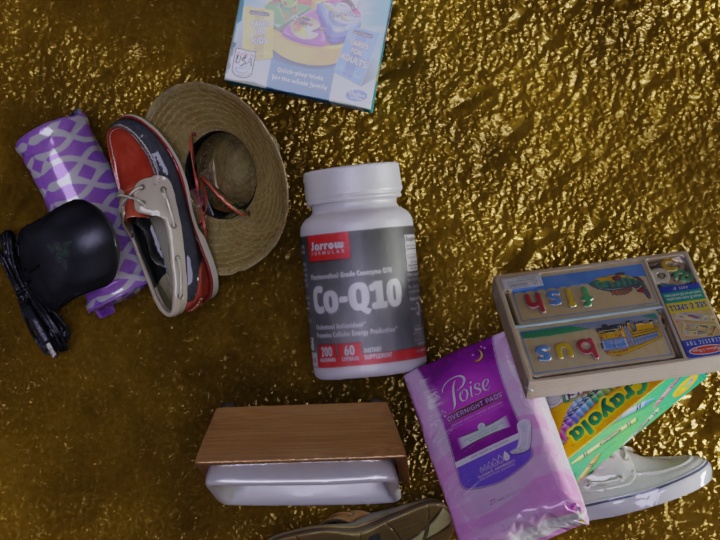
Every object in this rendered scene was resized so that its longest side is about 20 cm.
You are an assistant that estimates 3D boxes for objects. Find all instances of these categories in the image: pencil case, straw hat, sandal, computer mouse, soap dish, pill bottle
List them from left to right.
[{"bbox_3d":[-0.298,0.000,1.607,0.052,0.200,0.139,-24,85,-39],"label":"computer mouse"},{"bbox_3d":[-0.275,-0.058,1.656,0.085,0.084,0.202,-26,87,40],"label":"pencil case"},{"bbox_3d":[-0.126,-0.099,1.640,0.200,0.085,0.203,14,116,32],"label":"straw hat"},{"bbox_3d":[-0.052,0.178,1.615,0.198,0.157,0.082,-2,74,2],"label":"soap dish"},{"bbox_3d":[-0.005,0.267,1.658,0.198,0.054,0.081,-15,118,-13],"label":"sandal"},{"bbox_3d":[0.000,0.000,1.625,0.113,0.114,0.202,-6,91,3],"label":"pill bottle"}]

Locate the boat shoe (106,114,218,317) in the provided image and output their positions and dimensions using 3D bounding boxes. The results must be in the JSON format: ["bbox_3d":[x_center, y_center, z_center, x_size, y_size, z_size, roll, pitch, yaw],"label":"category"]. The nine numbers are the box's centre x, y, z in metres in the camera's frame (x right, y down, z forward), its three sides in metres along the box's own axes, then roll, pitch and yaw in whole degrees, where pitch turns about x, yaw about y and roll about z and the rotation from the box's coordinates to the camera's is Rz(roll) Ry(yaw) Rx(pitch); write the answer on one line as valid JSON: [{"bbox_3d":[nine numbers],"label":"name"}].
[{"bbox_3d":[-0.202,-0.053,1.619,0.071,0.062,0.202,-18,96,41],"label":"boat shoe"}]

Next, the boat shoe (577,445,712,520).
[{"bbox_3d":[0.244,0.201,1.641,0.198,0.071,0.071,-14,93,9],"label":"boat shoe"}]

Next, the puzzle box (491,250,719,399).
[{"bbox_3d":[0.233,0.049,1.563,0.198,0.026,0.134,-8,50,-9],"label":"puzzle box"}]

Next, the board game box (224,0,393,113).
[{"bbox_3d":[-0.042,-0.271,1.657,0.149,0.047,0.202,11,91,2],"label":"board game box"}]

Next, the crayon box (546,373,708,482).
[{"bbox_3d":[0.221,0.114,1.618,0.200,0.058,0.119,-39,55,2],"label":"crayon box"}]

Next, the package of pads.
[{"bbox_3d":[0.127,0.166,1.556,0.120,0.076,0.201,-24,57,10],"label":"package of pads"}]
